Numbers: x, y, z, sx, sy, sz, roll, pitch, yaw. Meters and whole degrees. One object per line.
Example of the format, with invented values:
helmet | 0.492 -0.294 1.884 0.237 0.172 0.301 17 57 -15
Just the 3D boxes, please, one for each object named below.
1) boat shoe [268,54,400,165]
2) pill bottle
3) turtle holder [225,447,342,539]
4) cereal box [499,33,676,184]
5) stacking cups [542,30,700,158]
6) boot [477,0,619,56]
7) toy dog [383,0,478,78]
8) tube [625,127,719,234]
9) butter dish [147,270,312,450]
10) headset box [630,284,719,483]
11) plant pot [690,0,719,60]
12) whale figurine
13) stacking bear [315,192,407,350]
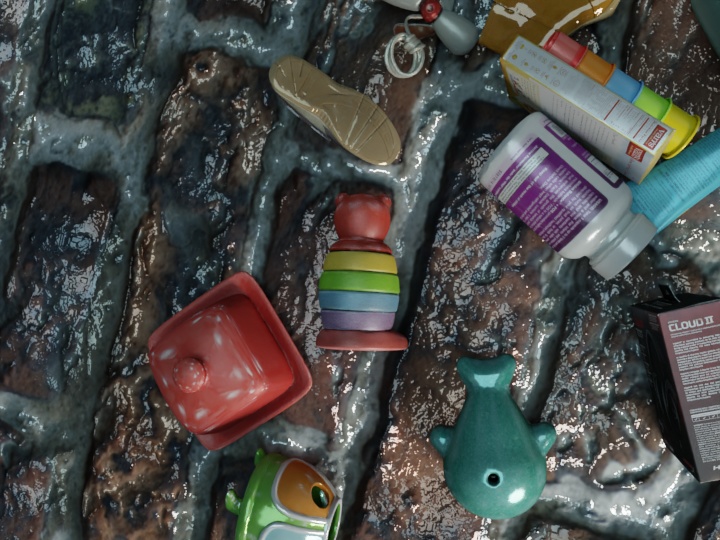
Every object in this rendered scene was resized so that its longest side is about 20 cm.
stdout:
boat shoe | -0.034 -0.211 0.863 0.199 0.065 0.072 32 88 -8
pill bottle | 0.249 -0.086 0.774 0.200 0.112 0.112 44 99 9
turtle holder | -0.099 0.338 0.841 0.131 0.141 0.187 11 92 11
cereal box | 0.257 -0.182 0.746 0.200 0.144 0.040 38 97 16
stacking cups | 0.299 -0.208 0.761 0.199 0.061 0.061 30 97 -5
boot | 0.245 -0.345 0.793 0.144 0.071 0.202 32 102 8
toy dog | 0.061 -0.355 0.841 0.131 0.096 0.201 -27 99 9
tube | 0.406 -0.121 0.773 0.200 0.050 0.078 -36 67 16
butter dish | -0.199 0.130 0.860 0.199 0.148 0.200 -33 84 11
headset box | 0.374 0.113 0.727 0.077 0.149 0.201 -15 88 12
plant pot | 0.442 -0.303 0.683 0.141 0.200 0.142 -27 85 12
whale figurine | 0.162 0.207 0.799 0.158 0.104 0.202 -3 89 13
stacking bear | 0.000 0.000 0.838 0.121 0.114 0.202 1 86 13
